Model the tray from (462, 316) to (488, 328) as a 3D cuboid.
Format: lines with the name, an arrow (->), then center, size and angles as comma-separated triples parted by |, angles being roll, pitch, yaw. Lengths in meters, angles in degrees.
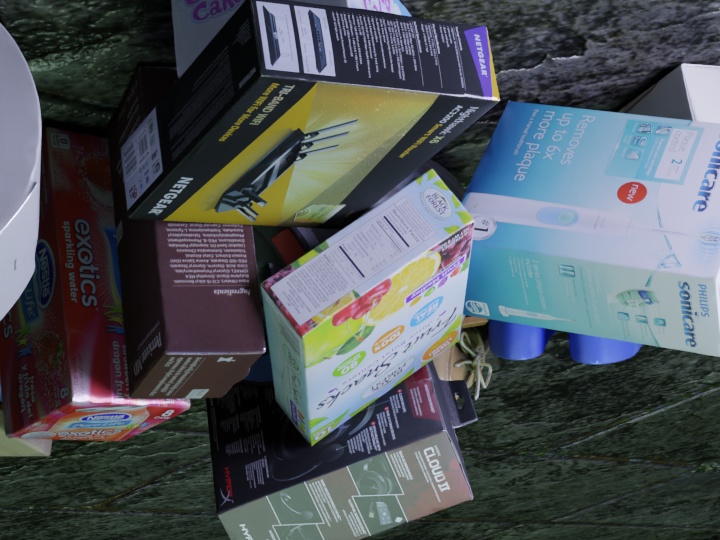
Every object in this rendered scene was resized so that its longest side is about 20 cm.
tray -> 0.001, 0.011, 1.449 | 0.198, 0.100, 0.037 | -8, 172, -6

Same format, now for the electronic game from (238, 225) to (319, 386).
electronic game -> -0.103, 0.001, 1.282 | 0.200, 0.200, 0.042 | -30, -170, 45

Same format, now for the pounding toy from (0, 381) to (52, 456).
pounding toy -> -0.276, 0.041, 1.317 | 0.141, 0.186, 0.200 | -1, 162, 12

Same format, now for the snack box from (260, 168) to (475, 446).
snack box -> 0.006, 0.030, 1.184 | 0.142, 0.053, 0.200 | -33, 159, -15

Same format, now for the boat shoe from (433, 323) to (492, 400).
boat shoe -> 0.094, 0.055, 1.518 | 0.062, 0.201, 0.074 | 4, 126, 14

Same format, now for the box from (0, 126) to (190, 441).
box -> -0.194, 0.012, 1.208 | 0.099, 0.202, 0.095 | 7, 156, -40

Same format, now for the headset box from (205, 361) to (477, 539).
headset box -> -0.011, 0.127, 1.302 | 0.199, 0.149, 0.078 | -20, 125, 3

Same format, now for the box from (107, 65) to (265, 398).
box -> -0.119, -0.024, 1.144 | 0.074, 0.202, 0.100 | -1, 159, -23

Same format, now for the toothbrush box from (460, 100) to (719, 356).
toothbrush box -> 0.179, -0.033, 1.222 | 0.198, 0.147, 0.086 | 10, 142, 24

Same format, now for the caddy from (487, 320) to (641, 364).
caddy -> 0.182, 0.010, 1.482 | 0.140, 0.106, 0.200 | 2, -168, 17

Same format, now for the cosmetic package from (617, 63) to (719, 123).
cosmetic package -> 0.237, -0.083, 1.350 | 0.103, 0.074, 0.200 | 2, 157, -30

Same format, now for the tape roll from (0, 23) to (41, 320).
tape roll -> -0.283, -0.054, 0.980 | 0.201, 0.204, 0.139 | -5, 160, -14

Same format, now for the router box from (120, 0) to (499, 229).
router box -> -0.036, -0.087, 1.031 | 0.156, 0.053, 0.200 | 2, 158, -29

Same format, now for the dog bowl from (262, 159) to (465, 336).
dog bowl -> 0.000, 0.000, 1.342 | 0.198, 0.059, 0.201 | -5, 129, -6

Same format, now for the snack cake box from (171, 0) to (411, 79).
snack cake box -> -0.026, -0.131, 1.094 | 0.114, 0.068, 0.200 | -14, 160, 17
